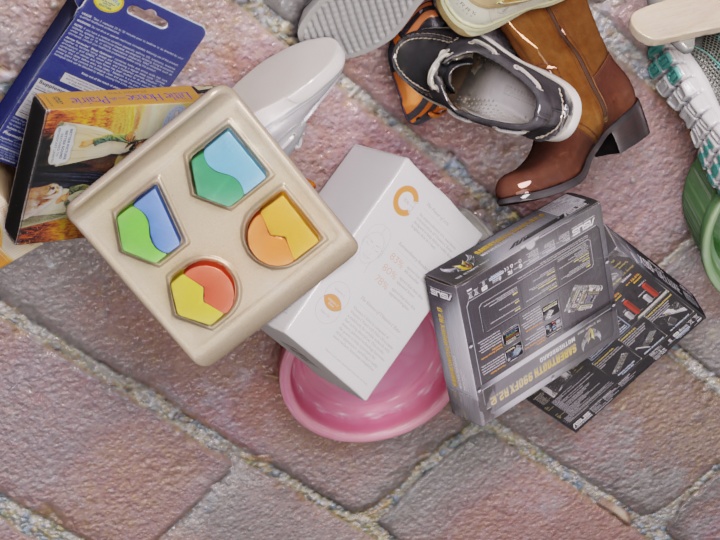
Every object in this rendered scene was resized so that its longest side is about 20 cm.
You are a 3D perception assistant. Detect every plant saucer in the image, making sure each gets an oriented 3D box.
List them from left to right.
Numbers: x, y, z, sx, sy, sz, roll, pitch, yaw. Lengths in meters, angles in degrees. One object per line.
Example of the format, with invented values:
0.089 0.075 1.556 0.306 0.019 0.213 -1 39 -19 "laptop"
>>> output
0.010 0.091 1.601 0.200 0.051 0.201 -7 127 -9 "plant saucer"

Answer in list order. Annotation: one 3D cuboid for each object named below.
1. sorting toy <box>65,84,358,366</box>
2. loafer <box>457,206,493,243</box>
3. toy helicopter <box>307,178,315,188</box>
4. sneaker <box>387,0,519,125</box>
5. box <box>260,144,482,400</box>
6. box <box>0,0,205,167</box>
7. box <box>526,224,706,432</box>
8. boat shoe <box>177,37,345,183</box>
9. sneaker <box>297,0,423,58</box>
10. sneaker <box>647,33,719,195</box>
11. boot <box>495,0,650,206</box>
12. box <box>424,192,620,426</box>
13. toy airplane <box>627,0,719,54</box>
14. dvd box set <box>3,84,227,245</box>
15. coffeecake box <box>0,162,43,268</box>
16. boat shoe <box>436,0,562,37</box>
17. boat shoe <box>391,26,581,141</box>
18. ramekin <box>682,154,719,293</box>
-0.128 -0.033 1.334 0.185 0.036 0.200 -37 109 8 "sorting toy"
0.123 0.033 1.545 0.070 0.070 0.201 -30 105 -23 "loafer"
-0.123 -0.012 1.458 0.079 0.132 0.200 29 137 2 "toy helicopter"
0.105 -0.167 1.433 0.200 0.078 0.112 40 113 -21 "sneaker"
0.000 0.000 1.453 0.124 0.097 0.200 43 78 -33 "box"
-0.238 -0.166 1.356 0.121 0.032 0.200 21 119 -39 "box"
0.246 0.066 1.640 0.157 0.050 0.200 33 112 -30 "box"
-0.087 -0.126 1.369 0.200 0.072 0.069 -44 133 -3 "boat shoe"
0.023 -0.262 1.342 0.078 0.080 0.200 32 137 -27 "sneaker"
0.357 -0.149 1.446 0.091 0.201 0.078 -25 172 -11 "sneaker"
0.157 -0.174 1.353 0.188 0.068 0.201 -32 102 -22 "boot"
0.163 0.036 1.492 0.200 0.048 0.159 -29 121 -28 "box"
0.358 -0.258 1.380 0.199 0.141 0.200 26 84 -13 "toy airplane"
-0.214 -0.096 1.375 0.199 0.029 0.147 -8 132 -39 "dvd box set"
-0.415 -0.047 1.386 0.199 0.073 0.154 -29 127 8 "coffeecake box"
0.155 -0.267 1.315 0.200 0.066 0.074 -38 90 -29 "boat shoe"
0.095 -0.162 1.304 0.060 0.200 0.074 1 116 -50 "boat shoe"
0.428 -0.067 1.557 0.199 0.098 0.201 -6 126 -9 "ramekin"
